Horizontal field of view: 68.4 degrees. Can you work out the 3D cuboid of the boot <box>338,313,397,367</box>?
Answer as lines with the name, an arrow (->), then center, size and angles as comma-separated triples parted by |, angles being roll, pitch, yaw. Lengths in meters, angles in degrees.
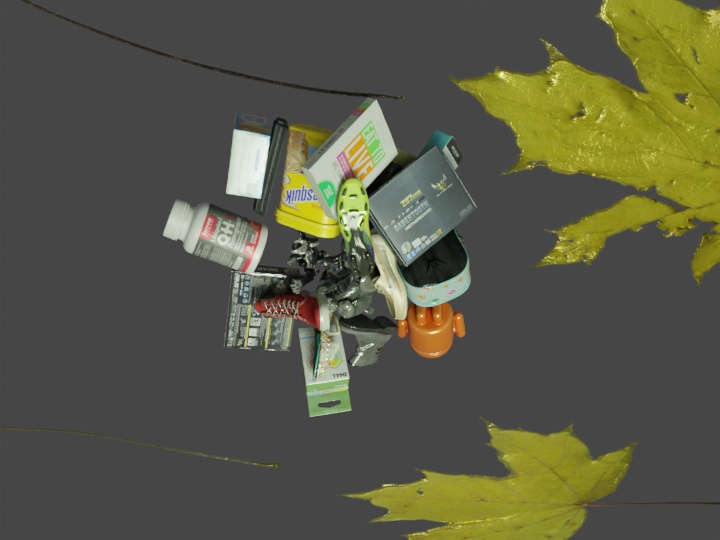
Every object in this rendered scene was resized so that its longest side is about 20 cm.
boot -> 0.003, 0.178, 1.287 | 0.198, 0.070, 0.133 | 13, 111, -46

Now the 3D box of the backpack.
backpack -> 0.155, -0.016, 1.196 | 0.173, 0.202, 0.155 | -19, 136, -4

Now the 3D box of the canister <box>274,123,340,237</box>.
canister -> -0.095, -0.188, 1.101 | 0.146, 0.086, 0.204 | 19, 112, 21

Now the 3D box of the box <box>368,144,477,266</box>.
box -> 0.119, -0.132, 1.082 | 0.199, 0.051, 0.159 | -38, 101, -8

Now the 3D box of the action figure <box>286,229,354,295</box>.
action figure -> -0.107, -0.017, 1.131 | 0.101, 0.198, 0.121 | -22, 117, -37

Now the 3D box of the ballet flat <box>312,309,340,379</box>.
ballet flat -> -0.078, 0.154, 1.229 | 0.063, 0.203, 0.076 | 5, 146, -11

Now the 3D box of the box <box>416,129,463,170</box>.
box -> 0.139, -0.196, 1.153 | 0.201, 0.049, 0.082 | -55, 143, -2

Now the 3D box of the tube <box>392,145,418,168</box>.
tube -> 0.065, -0.244, 1.160 | 0.197, 0.053, 0.058 | 24, 146, -25

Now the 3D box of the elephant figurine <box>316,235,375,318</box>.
elephant figurine -> 0.000, 0.000, 1.203 | 0.140, 0.155, 0.202 | 34, 108, 7

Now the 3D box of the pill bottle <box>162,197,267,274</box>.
pill bottle -> -0.304, -0.076, 1.114 | 0.197, 0.111, 0.112 | 21, 108, -21

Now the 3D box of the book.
book -> -0.020, -0.216, 1.026 | 0.201, 0.048, 0.134 | -50, 141, -18

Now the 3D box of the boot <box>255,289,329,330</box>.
boot -> -0.146, 0.086, 1.123 | 0.141, 0.200, 0.074 | -2, 98, -19

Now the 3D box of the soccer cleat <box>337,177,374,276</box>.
soccer cleat -> -0.011, -0.086, 1.043 | 0.063, 0.084, 0.204 | -10, 116, -3

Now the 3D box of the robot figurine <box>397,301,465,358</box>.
robot figurine -> 0.173, 0.138, 1.299 | 0.143, 0.117, 0.202 | -32, 145, -15

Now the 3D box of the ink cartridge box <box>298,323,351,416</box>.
ink cartridge box -> -0.085, 0.231, 1.254 | 0.102, 0.203, 0.060 | -6, 146, -10

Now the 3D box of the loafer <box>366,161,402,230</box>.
loafer -> 0.026, -0.164, 1.167 | 0.073, 0.071, 0.202 | -25, 151, -49

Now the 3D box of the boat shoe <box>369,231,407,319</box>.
boat shoe -> 0.050, 0.016, 1.137 | 0.064, 0.072, 0.204 | -20, 106, -18

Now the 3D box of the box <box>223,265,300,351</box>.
box -> -0.231, 0.089, 1.240 | 0.158, 0.049, 0.204 | 5, 113, -14

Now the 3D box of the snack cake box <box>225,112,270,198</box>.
snack cake box -> -0.217, -0.225, 1.015 | 0.066, 0.201, 0.117 | 6, 113, -15

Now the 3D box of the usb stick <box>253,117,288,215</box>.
usb stick -> -0.189, -0.215, 1.108 | 0.032, 0.056, 0.203 | 12, 111, -16
